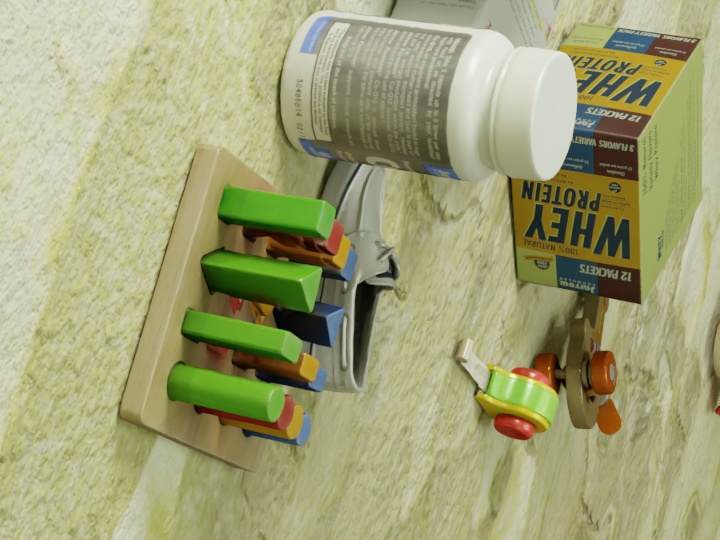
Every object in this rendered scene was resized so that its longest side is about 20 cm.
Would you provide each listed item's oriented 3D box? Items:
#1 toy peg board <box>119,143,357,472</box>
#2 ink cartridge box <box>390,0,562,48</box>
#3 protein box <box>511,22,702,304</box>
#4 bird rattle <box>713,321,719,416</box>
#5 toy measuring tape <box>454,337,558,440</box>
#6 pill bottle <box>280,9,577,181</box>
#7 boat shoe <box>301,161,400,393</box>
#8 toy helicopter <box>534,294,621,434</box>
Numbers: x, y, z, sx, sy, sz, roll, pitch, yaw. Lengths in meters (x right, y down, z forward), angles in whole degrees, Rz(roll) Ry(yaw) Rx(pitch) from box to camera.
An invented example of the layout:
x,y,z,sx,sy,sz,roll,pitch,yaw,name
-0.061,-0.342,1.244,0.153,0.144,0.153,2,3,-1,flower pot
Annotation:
x,y,z,sx,sy,sz,roll,pitch,yaw,name
-0.060,0.040,1.419,0.199,0.098,0.200,37,66,-63,toy peg board
0.108,-0.239,1.686,0.145,0.085,0.200,62,44,-54,ink cartridge box
0.250,-0.110,1.985,0.200,0.135,0.199,-53,145,-45,protein box
0.535,0.108,2.791,0.163,0.113,0.200,32,84,-52,bird rattle
0.151,0.118,1.943,0.074,0.074,0.200,-71,155,-19,toy measuring tape
0.052,-0.127,1.468,0.114,0.200,0.114,-37,132,-56,pill bottle
0.000,0.000,1.571,0.074,0.065,0.200,12,89,-65,boat shoe
0.253,0.088,2.155,0.132,0.079,0.200,65,29,-42,toy helicopter
